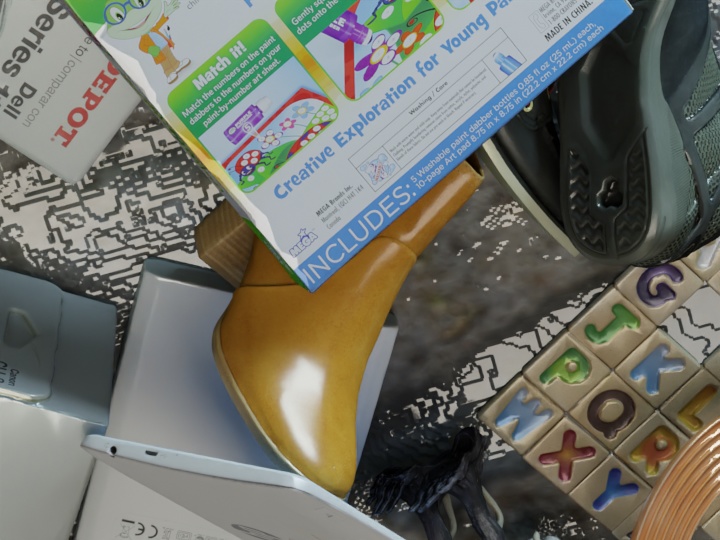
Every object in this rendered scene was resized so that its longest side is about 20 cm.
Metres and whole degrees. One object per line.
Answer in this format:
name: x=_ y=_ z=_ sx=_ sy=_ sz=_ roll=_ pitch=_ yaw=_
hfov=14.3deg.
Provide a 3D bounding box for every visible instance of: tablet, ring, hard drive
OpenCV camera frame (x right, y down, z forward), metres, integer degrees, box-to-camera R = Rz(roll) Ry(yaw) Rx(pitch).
tablet: x=-0.029 y=0.122 z=1.350 sx=0.200 sy=0.130 sz=0.014 roll=37 pitch=67 yaw=-51
ring: x=0.205 y=0.161 z=1.465 sx=0.200 sy=0.019 sz=0.201 roll=-6 pitch=100 yaw=-36
hard drive: x=-0.070 y=0.100 z=1.476 sx=0.132 sy=0.026 sz=0.200 roll=13 pitch=111 yaw=-9

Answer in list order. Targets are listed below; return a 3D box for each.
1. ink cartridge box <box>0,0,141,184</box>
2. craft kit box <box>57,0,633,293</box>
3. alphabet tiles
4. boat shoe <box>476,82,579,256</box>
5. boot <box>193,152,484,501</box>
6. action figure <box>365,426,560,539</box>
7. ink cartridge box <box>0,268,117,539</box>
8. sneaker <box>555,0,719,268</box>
ink cartridge box: x=-0.171 y=-0.156 z=1.330 sx=0.200 sy=0.083 sz=0.147 roll=33 pitch=108 yaw=-16
craft kit box: x=-0.014 y=-0.128 z=1.290 sx=0.200 sy=0.049 sz=0.198 roll=-40 pitch=108 yaw=-4
alphabet tiles: x=0.189 y=0.081 z=1.493 sx=0.200 sy=0.008 sz=0.167 roll=41 pitch=105 yaw=-17
boat shoe: x=0.065 y=-0.093 z=1.376 sx=0.063 sy=0.074 sz=0.201 roll=-36 pitch=113 yaw=0
boot: x=0.000 y=0.000 z=1.348 sx=0.144 sy=0.201 sz=0.071 roll=-37 pitch=135 yaw=17
action figure: x=0.083 y=0.180 z=1.473 sx=0.200 sy=0.119 sz=0.102 roll=50 pitch=61 yaw=-15
ink cartridge box: x=-0.216 y=0.108 z=1.406 sx=0.145 sy=0.145 sz=0.200 roll=18 pitch=110 yaw=-10
sneaker: x=0.146 y=-0.099 z=1.383 sx=0.076 sy=0.114 sz=0.200 roll=-5 pitch=85 yaw=33
